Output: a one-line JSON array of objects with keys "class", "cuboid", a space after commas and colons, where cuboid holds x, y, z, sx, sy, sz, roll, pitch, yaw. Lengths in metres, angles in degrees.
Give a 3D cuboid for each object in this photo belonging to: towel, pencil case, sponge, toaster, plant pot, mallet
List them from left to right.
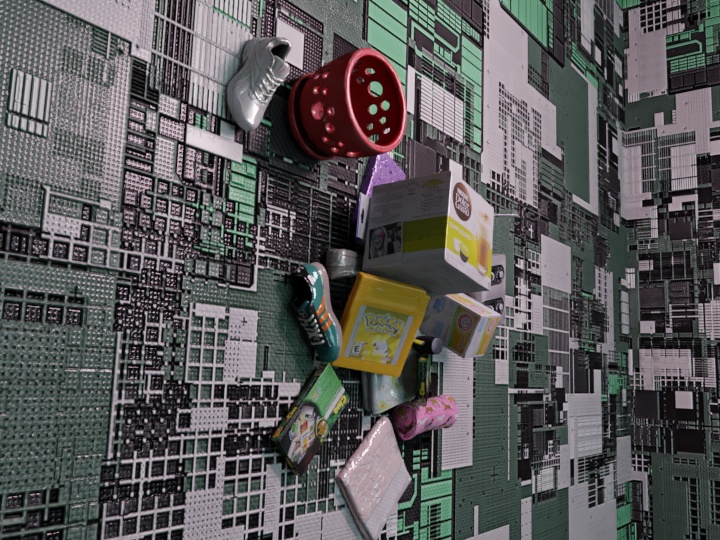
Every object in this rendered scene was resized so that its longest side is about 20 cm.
[{"class": "plant pot", "cuboid": [-0.034, -0.320, 1.389, 0.200, 0.181, 0.202, 7, 81, -53]}, {"class": "towel", "cuboid": [0.036, 0.456, 1.532, 0.200, 0.032, 0.192, -46, 122, -46]}, {"class": "sponge", "cuboid": [0.043, -0.169, 1.606, 0.111, 0.030, 0.201, 41, 56, -42]}, {"class": "towel", "cuboid": [0.069, 0.208, 1.569, 0.171, 0.048, 0.202, -11, 100, -49]}, {"class": "mallet", "cuboid": [0.101, 0.147, 1.521, 0.199, 0.066, 0.042, 23, 75, -44]}, {"class": "pencil case", "cuboid": [0.156, 0.347, 1.663, 0.199, 0.086, 0.083, 1, 67, -52]}, {"class": "toaster", "cuboid": [0.260, 0.044, 1.758, 0.118, 0.199, 0.183, -9, 101, -50]}]

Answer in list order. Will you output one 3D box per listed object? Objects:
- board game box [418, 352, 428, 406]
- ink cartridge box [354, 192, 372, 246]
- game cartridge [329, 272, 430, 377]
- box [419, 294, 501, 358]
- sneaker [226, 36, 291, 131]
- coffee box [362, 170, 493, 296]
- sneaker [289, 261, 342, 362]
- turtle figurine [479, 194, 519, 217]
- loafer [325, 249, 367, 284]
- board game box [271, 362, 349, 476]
[{"class": "board game box", "cuboid": [0.150, 0.237, 1.633, 0.200, 0.023, 0.106, -35, 122, -80]}, {"class": "ink cartridge box", "cuboid": [0.040, -0.095, 1.541, 0.199, 0.039, 0.100, 22, 70, -51]}, {"class": "game cartridge", "cuboid": [0.040, 0.116, 1.447, 0.175, 0.032, 0.201, 14, 106, -27]}, {"class": "box", "cuboid": [0.209, 0.108, 1.637, 0.101, 0.199, 0.113, 3, 113, -53]}, {"class": "sneaker", "cuboid": [-0.177, -0.349, 1.269, 0.078, 0.099, 0.202, 31, 62, -47]}, {"class": "coffee box", "cuboid": [0.149, -0.070, 1.484, 0.199, 0.199, 0.199, 30, 61, -48]}, {"class": "sneaker", "cuboid": [-0.095, 0.088, 1.367, 0.080, 0.071, 0.202, -16, 94, -49]}, {"class": "turtle figurine", "cuboid": [0.265, -0.162, 1.815, 0.193, 0.200, 0.145, 31, 28, -43]}, {"class": "loafer", "cuboid": [0.000, 0.000, 1.505, 0.199, 0.070, 0.070, 10, 84, -45]}, {"class": "board game box", "cuboid": [-0.094, 0.288, 1.368, 0.200, 0.023, 0.105, -54, 126, -40]}]
